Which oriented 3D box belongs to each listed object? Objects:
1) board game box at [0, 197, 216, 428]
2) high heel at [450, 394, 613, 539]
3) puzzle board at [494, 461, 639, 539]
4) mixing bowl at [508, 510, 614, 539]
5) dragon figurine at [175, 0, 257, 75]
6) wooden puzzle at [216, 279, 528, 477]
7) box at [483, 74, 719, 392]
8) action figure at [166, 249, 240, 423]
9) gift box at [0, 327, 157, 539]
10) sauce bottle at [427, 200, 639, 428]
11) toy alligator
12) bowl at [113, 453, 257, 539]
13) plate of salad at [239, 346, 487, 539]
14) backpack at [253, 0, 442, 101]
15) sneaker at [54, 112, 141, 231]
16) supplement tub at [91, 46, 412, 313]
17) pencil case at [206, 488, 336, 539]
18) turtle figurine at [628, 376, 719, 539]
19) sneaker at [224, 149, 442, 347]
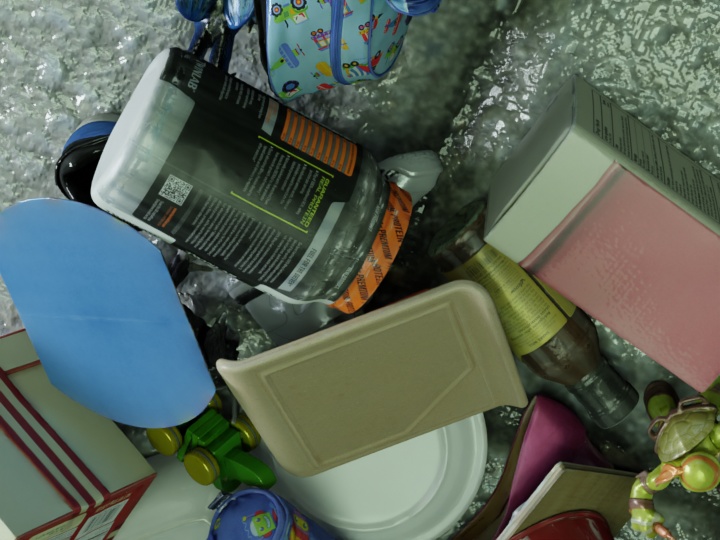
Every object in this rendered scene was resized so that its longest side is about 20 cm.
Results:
[{"bbox_3d":[-0.176,0.023,1.291,0.157,0.039,0.201,2,126,32],"label":"board game box"},{"bbox_3d":[0.101,0.186,1.430,0.200,0.067,0.096,-39,114,14],"label":"high heel"},{"bbox_3d":[0.135,0.230,1.419,0.200,0.150,0.017,-53,55,17],"label":"puzzle board"},{"bbox_3d":[0.149,0.294,1.394,0.108,0.200,0.201,47,117,34],"label":"mixing bowl"},{"bbox_3d":[-0.097,-0.205,1.279,0.059,0.100,0.201,12,113,1],"label":"dragon figurine"},{"bbox_3d":[0.012,0.077,1.318,0.199,0.037,0.185,-17,147,6],"label":"wooden puzzle"},{"bbox_3d":[0.200,-0.028,1.305,0.200,0.128,0.109,35,112,-7],"label":"box"},{"bbox_3d":[-0.149,0.025,1.366,0.200,0.102,0.119,37,137,8],"label":"action figure"},{"bbox_3d":[-0.283,0.148,1.379,0.187,0.184,0.200,45,118,16],"label":"gift box"},{"bbox_3d":[0.135,0.038,1.373,0.065,0.065,0.200,-37,102,18],"label":"sauce bottle"},{"bbox_3d":[-0.146,0.121,1.429,0.200,0.059,0.054,36,141,19],"label":"toy alligator"},{"bbox_3d":[-0.146,0.255,1.488,0.199,0.075,0.200,-21,108,15],"label":"bowl"},{"bbox_3d":[0.002,0.132,1.431,0.199,0.048,0.201,3,106,9],"label":"plate of salad"},{"bbox_3d":[-0.002,-0.215,1.222,0.134,0.183,0.201,7,116,10],"label":"backpack"},{"bbox_3d":[-0.126,-0.068,1.332,0.199,0.111,0.077,9,113,2],"label":"sneaker"},{"bbox_3d":[-0.073,-0.057,1.236,0.199,0.123,0.123,28,112,-14],"label":"supplement tub"},{"bbox_3d":[-0.045,0.246,1.412,0.087,0.078,0.200,-25,135,20],"label":"pencil case"},{"bbox_3d":[0.241,0.128,1.346,0.064,0.161,0.200,39,111,-10],"label":"turtle figurine"},{"bbox_3d":[0.000,0.000,1.351,0.200,0.075,0.115,-35,82,23],"label":"sneaker"}]
